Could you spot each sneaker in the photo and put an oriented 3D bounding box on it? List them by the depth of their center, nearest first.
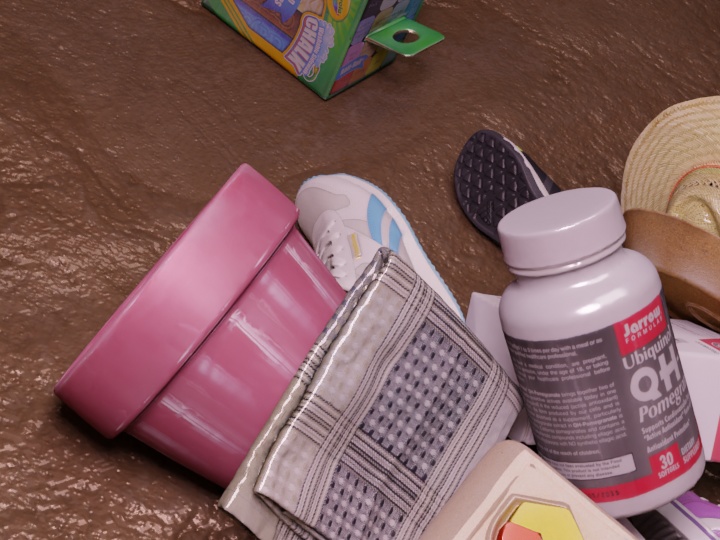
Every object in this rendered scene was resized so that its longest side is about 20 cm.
[{"bbox_3d":[0.290,0.194,1.316,0.114,0.073,0.200,-37,47,-22],"label":"sneaker"},{"bbox_3d":[0.000,0.000,1.422,0.080,0.077,0.200,-11,49,-35],"label":"sneaker"},{"bbox_3d":[0.155,-0.036,1.575,0.082,0.072,0.201,13,34,-55],"label":"sneaker"}]

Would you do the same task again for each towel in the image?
[{"bbox_3d":[0.016,0.115,1.168,0.034,0.193,0.201,18,70,43],"label":"towel"}]

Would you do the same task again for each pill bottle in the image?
[{"bbox_3d":[0.154,0.053,1.224,0.109,0.202,0.111,-16,17,5],"label":"pill bottle"}]

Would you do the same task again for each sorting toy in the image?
[{"bbox_3d":[0.115,0.227,1.155,0.199,0.037,0.185,37,65,10],"label":"sorting toy"}]

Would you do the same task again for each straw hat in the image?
[{"bbox_3d":[0.290,-0.033,1.517,0.200,0.202,0.085,32,33,8],"label":"straw hat"}]

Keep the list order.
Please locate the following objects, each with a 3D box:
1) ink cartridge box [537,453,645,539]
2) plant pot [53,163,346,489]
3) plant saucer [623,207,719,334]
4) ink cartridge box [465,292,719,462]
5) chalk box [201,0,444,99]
[{"bbox_3d":[0.149,0.225,1.254,0.116,0.068,0.200,-17,56,-41],"label":"ink cartridge box"},{"bbox_3d":[-0.075,0.061,1.232,0.179,0.200,0.200,41,38,-5],"label":"plant pot"},{"bbox_3d":[0.279,0.024,1.438,0.199,0.200,0.036,34,82,10],"label":"plant saucer"},{"bbox_3d":[0.188,0.080,1.380,0.198,0.084,0.145,7,9,-22],"label":"ink cartridge box"},{"bbox_3d":[-0.019,-0.246,1.654,0.200,0.124,0.124,40,39,16],"label":"chalk box"}]
